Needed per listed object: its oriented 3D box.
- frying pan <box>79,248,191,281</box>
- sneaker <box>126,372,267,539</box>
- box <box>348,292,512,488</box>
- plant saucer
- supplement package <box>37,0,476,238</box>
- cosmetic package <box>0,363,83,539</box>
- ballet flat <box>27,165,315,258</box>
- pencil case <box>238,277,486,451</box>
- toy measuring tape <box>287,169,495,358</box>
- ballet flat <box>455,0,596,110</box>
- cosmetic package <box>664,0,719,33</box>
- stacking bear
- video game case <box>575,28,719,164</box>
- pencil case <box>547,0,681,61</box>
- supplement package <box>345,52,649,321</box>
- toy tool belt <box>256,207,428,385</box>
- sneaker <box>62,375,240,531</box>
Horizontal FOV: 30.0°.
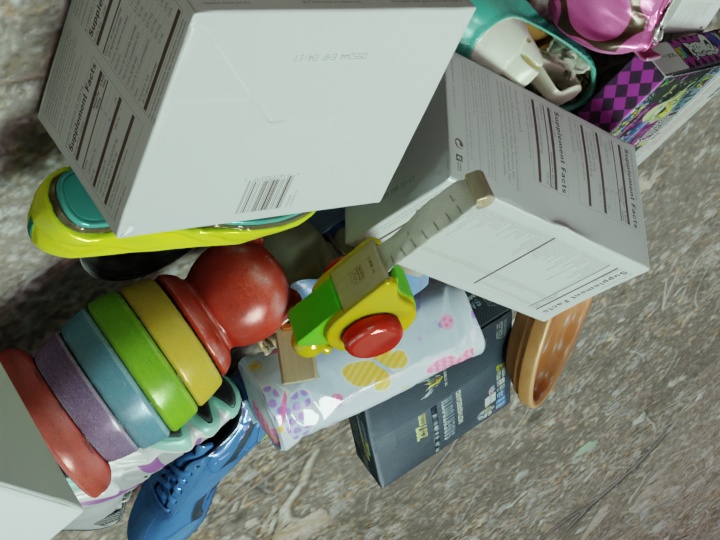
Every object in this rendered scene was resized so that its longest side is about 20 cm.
[{"bbox_3d":[-0.110,-0.056,0.913,0.190,0.031,0.115,-29,152,-22],"label":"frying pan"},{"bbox_3d":[-0.147,0.164,1.145,0.200,0.066,0.078,-50,156,12],"label":"sneaker"},{"bbox_3d":[0.063,0.106,1.228,0.157,0.051,0.200,-31,151,-13],"label":"box"},{"bbox_3d":[0.181,0.027,1.233,0.200,0.037,0.201,-56,158,-36],"label":"plant saucer"},{"bbox_3d":[-0.063,-0.121,0.789,0.199,0.111,0.156,-9,140,-40],"label":"supplement package"},{"bbox_3d":[-0.302,0.114,0.767,0.199,0.200,0.123,-40,151,5],"label":"cosmetic package"},{"bbox_3d":[-0.119,-0.040,0.849,0.199,0.067,0.067,-8,158,-39],"label":"ballet flat"},{"bbox_3d":[0.000,0.068,1.083,0.199,0.083,0.091,-26,-169,-13],"label":"pencil case"},{"bbox_3d":[0.028,0.003,0.903,0.200,0.074,0.073,-39,154,30],"label":"toy measuring tape"},{"bbox_3d":[0.117,-0.158,0.980,0.200,0.070,0.067,8,127,-52],"label":"ballet flat"},{"bbox_3d":[0.274,-0.273,1.012,0.082,0.051,0.200,-7,139,-41],"label":"cosmetic package"},{"bbox_3d":[-0.137,0.052,0.929,0.200,0.122,0.114,-36,-174,-10],"label":"stacking bear"},{"bbox_3d":[0.220,-0.119,1.119,0.181,0.036,0.200,-22,161,-48],"label":"video game case"},{"bbox_3d":[0.204,-0.246,0.930,0.090,0.094,0.200,-20,146,-29],"label":"pencil case"},{"bbox_3d":[0.098,-0.056,0.970,0.199,0.110,0.114,21,145,-34],"label":"supplement package"},{"bbox_3d":[0.000,0.000,1.021,0.200,0.123,0.125,-30,151,-15],"label":"toy tool belt"},{"bbox_3d":[-0.192,0.153,1.086,0.199,0.078,0.140,-18,149,-16],"label":"sneaker"}]
